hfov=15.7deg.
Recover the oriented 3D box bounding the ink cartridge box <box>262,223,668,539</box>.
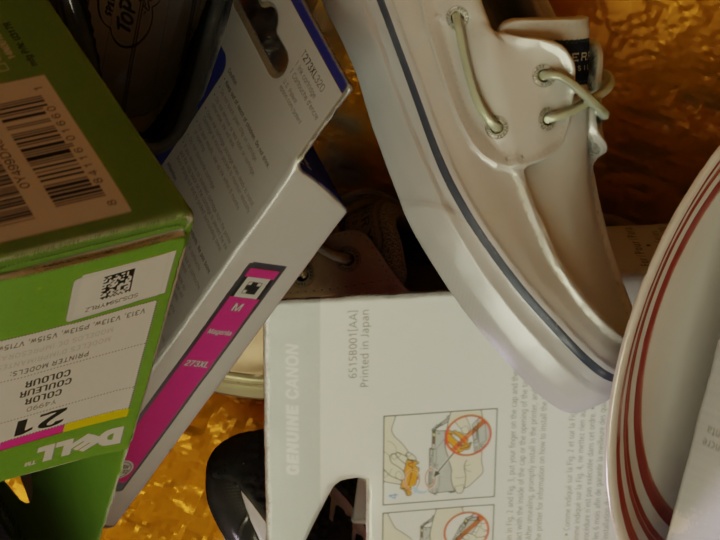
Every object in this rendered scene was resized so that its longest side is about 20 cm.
[{"bbox_3d":[0.053,0.083,0.891,0.173,0.044,0.200,-2,117,-5],"label":"ink cartridge box"}]

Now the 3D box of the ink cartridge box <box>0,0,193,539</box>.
[{"bbox_3d":[-0.132,0.011,0.790,0.076,0.148,0.200,-15,143,-30],"label":"ink cartridge box"}]

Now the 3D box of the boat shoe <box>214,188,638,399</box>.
[{"bbox_3d":[0.000,0.000,0.909,0.200,0.071,0.065,2,129,-3],"label":"boat shoe"}]

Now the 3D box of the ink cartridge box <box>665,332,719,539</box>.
[{"bbox_3d":[0.164,0.073,0.831,0.047,0.160,0.200,23,107,41],"label":"ink cartridge box"}]

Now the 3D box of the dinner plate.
[{"bbox_3d":[0.140,0.017,0.830,0.024,0.200,0.200,25,146,40],"label":"dinner plate"}]

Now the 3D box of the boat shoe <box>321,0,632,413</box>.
[{"bbox_3d":[0.041,-0.056,0.789,0.067,0.074,0.200,-30,88,25],"label":"boat shoe"}]

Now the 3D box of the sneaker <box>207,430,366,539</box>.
[{"bbox_3d":[-0.018,0.143,1.029,0.080,0.074,0.200,-11,129,24],"label":"sneaker"}]

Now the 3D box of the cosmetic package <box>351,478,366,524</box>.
[{"bbox_3d":[0.101,0.069,0.960,0.200,0.051,0.083,10,135,3],"label":"cosmetic package"}]

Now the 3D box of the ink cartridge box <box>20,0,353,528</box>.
[{"bbox_3d":[-0.061,-0.016,0.836,0.037,0.095,0.200,7,132,-37],"label":"ink cartridge box"}]

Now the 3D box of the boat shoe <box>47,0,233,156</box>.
[{"bbox_3d":[-0.058,-0.124,0.756,0.074,0.066,0.200,8,110,-26],"label":"boat shoe"}]

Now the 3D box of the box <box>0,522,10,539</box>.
[{"bbox_3d":[-0.155,0.080,0.849,0.051,0.158,0.200,-34,79,-1],"label":"box"}]
